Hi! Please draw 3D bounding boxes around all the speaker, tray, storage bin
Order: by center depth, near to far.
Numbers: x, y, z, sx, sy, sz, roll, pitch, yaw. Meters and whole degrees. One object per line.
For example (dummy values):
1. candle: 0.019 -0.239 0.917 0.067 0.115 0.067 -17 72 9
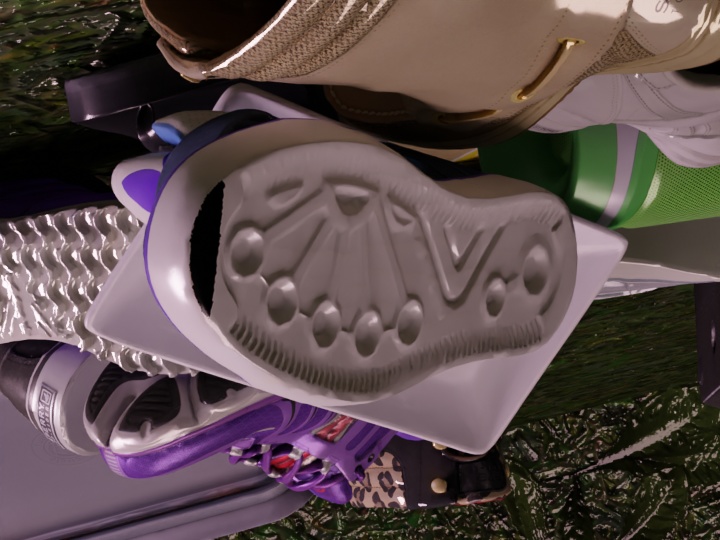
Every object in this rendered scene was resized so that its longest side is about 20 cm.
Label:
1. tray: 0.000 0.000 0.933 0.199 0.022 0.108 20 113 -38
2. speaker: 0.148 -0.063 1.027 0.199 0.089 0.088 -8 170 -30
3. storage bin: -0.132 0.044 1.209 0.199 0.146 0.134 -15 144 16

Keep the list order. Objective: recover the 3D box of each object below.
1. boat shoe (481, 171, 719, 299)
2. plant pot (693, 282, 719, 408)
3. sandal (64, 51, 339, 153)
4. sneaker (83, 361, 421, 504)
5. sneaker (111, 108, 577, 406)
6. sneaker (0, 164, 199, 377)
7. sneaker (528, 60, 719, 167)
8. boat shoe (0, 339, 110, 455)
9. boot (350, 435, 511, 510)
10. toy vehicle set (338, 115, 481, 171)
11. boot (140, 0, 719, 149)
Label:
1. boat shoe: 0.112 -0.023 1.128 0.199 0.071 0.072 -7 176 -3
2. plant pot: 0.252 -0.012 1.214 0.176 0.201 0.200 -1 172 1
3. sandal: -0.046 -0.051 0.946 0.076 0.043 0.200 -15 171 16
4. sneaker: -0.026 0.059 1.031 0.080 0.084 0.199 9 -166 41
5. sneaker: -0.039 -0.010 0.785 0.146 0.081 0.199 10 -175 35
6. sneaker: -0.107 -0.010 1.003 0.199 0.070 0.100 0 -158 19
7. sneaker: 0.129 -0.076 0.890 0.099 0.075 0.199 -6 180 40
8. boat shoe: -0.070 0.012 1.085 0.199 0.071 0.064 -23 -140 -39
9. boot: 0.054 0.038 1.253 0.199 0.152 0.073 -8 179 40
10. toy vehicle set: 0.057 -0.058 1.112 0.199 0.027 0.124 -7 170 -35
11. boot: 0.001 -0.078 0.752 0.154 0.073 0.200 -1 177 -31
